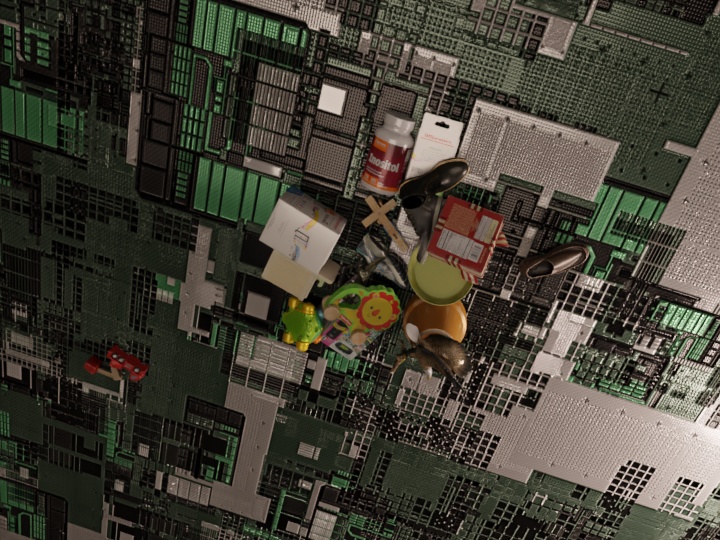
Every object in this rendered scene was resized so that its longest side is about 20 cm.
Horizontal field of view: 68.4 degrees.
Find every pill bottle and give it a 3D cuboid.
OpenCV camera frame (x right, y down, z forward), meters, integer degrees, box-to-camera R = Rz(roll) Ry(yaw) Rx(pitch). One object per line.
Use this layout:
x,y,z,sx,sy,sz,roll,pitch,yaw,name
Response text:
0.078,-0.317,1.435,0.111,0.113,0.203,18,114,1,pill bottle

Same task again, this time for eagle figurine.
0.198,0.239,1.433,0.196,0.154,0.151,3,151,25,eagle figurine

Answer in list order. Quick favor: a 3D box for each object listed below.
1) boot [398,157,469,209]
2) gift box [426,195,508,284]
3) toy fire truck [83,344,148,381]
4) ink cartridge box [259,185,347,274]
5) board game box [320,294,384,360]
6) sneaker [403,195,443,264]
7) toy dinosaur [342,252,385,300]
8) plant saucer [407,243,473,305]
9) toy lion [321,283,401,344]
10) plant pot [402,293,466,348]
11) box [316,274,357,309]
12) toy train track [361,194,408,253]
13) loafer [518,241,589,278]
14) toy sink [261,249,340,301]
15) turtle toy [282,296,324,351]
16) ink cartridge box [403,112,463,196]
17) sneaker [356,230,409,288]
0.193,-0.215,1.371,0.197,0.139,0.078,-26,110,15,boot
0.295,-0.075,1.436,0.197,0.187,0.187,28,93,12,gift box
-0.874,0.346,1.901,0.198,0.049,0.142,35,114,-7,toy fire truck
-0.161,-0.119,1.537,0.198,0.148,0.146,30,114,-5,ink cartridge box
-0.021,0.171,1.662,0.147,0.065,0.200,35,114,-25,board game box
0.164,-0.126,1.514,0.104,0.075,0.204,14,92,9,sneaker
0.000,0.000,1.568,0.201,0.047,0.089,-51,63,31,toy dinosaur
0.237,0.000,1.555,0.195,0.031,0.205,0,89,9,plant saucer
0.013,0.110,1.553,0.191,0.069,0.200,-39,118,13,toy lion
0.220,0.184,1.581,0.196,0.184,0.204,3,113,8,plant pot
-0.066,0.083,1.665,0.199,0.042,0.039,-40,102,22,box
0.078,-0.139,1.556,0.114,0.033,0.201,-33,110,12,toy train track
0.552,-0.017,1.504,0.197,0.071,0.074,-22,108,17,loafer
-0.178,0.004,1.602,0.197,0.131,0.113,29,114,-5,toy sink
-0.178,0.157,1.639,0.100,0.198,0.149,5,99,-40,turtle toy
0.197,-0.320,1.438,0.115,0.068,0.203,16,115,0,ink cartridge box
0.068,-0.022,1.591,0.086,0.078,0.201,-37,95,33,sneaker
